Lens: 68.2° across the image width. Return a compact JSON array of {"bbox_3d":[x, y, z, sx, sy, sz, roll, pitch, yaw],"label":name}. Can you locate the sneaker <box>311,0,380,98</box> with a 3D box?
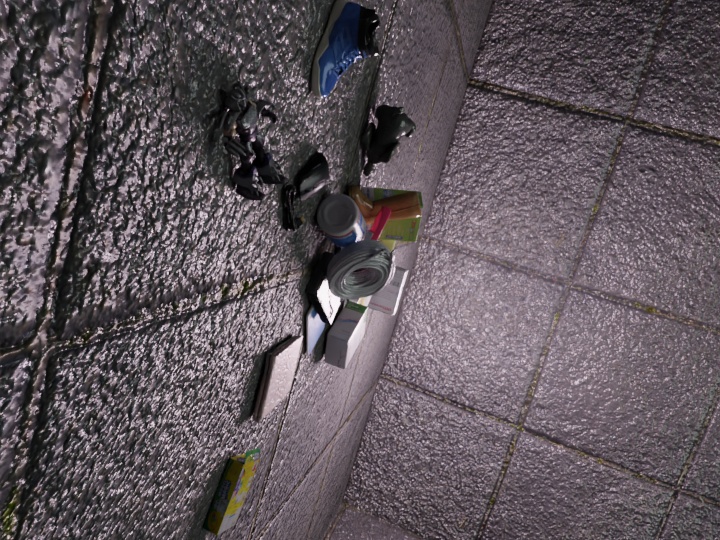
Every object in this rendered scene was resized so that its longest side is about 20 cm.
[{"bbox_3d":[-0.023,-0.441,1.083,0.077,0.110,0.202,25,84,-78],"label":"sneaker"}]

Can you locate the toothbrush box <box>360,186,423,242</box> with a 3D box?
[{"bbox_3d":[0.092,-0.180,1.714,0.087,0.197,0.147,-91,-174,-49],"label":"toothbrush box"}]

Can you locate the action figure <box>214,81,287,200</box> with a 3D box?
[{"bbox_3d":[-0.175,-0.209,0.853,0.131,0.069,0.201,-58,159,-32],"label":"action figure"}]

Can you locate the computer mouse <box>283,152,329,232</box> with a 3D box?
[{"bbox_3d":[-0.114,-0.172,1.213,0.201,0.046,0.142,-58,160,-48],"label":"computer mouse"}]

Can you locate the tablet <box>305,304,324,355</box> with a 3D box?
[{"bbox_3d":[-0.139,0.159,1.647,0.201,0.014,0.131,96,17,-45],"label":"tablet"}]

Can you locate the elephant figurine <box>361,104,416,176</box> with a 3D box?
[{"bbox_3d":[0.066,-0.374,1.567,0.155,0.141,0.201,28,97,-49],"label":"elephant figurine"}]

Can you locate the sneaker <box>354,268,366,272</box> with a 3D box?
[{"bbox_3d":[0.001,-0.002,1.659,0.199,0.077,0.092,-5,91,-62],"label":"sneaker"}]

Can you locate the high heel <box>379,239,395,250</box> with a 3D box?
[{"bbox_3d":[0.041,-0.050,1.822,0.200,0.071,0.142,-48,-172,-15],"label":"high heel"}]

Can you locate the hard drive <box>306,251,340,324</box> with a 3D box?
[{"bbox_3d":[-0.097,0.055,1.577,0.201,0.037,0.141,73,35,-59],"label":"hard drive"}]

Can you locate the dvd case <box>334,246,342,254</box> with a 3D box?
[{"bbox_3d":[-0.054,-0.035,1.735,0.200,0.017,0.144,-46,151,-66],"label":"dvd case"}]

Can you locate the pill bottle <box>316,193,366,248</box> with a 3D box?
[{"bbox_3d":[-0.044,-0.123,1.439,0.200,0.111,0.113,55,54,-75],"label":"pill bottle"}]

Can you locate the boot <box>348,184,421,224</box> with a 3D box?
[{"bbox_3d":[0.074,-0.209,1.589,0.176,0.198,0.067,65,18,-57],"label":"boot"}]

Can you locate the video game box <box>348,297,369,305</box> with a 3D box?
[{"bbox_3d":[0.009,0.089,2.122,0.183,0.046,0.201,93,19,-55],"label":"video game box"}]

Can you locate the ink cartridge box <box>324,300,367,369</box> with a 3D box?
[{"bbox_3d":[-0.051,0.232,1.931,0.201,0.087,0.146,-60,163,-49],"label":"ink cartridge box"}]

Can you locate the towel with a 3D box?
[{"bbox_3d":[-0.221,0.282,1.425,0.200,0.032,0.193,-29,135,-73],"label":"towel"}]

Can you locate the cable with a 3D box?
[{"bbox_3d":[0.000,0.000,1.485,0.201,0.198,0.070,81,-8,-55],"label":"cable"}]

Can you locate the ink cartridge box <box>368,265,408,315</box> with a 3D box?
[{"bbox_3d":[0.108,0.074,2.298,0.087,0.144,0.202,-26,132,-75],"label":"ink cartridge box"}]

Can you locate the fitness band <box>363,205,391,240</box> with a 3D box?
[{"bbox_3d":[0.034,-0.097,1.555,0.201,0.037,0.144,-61,-179,34],"label":"fitness band"}]

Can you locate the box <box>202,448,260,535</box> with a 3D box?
[{"bbox_3d":[-0.318,0.546,1.340,0.117,0.048,0.202,56,55,-74],"label":"box"}]
